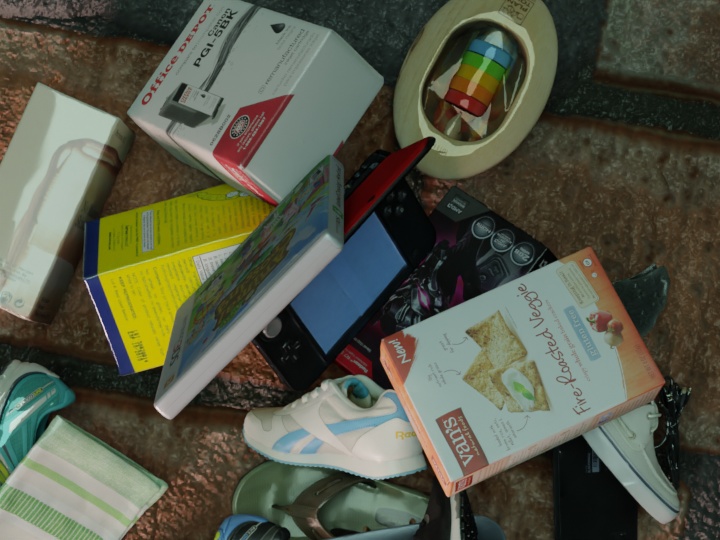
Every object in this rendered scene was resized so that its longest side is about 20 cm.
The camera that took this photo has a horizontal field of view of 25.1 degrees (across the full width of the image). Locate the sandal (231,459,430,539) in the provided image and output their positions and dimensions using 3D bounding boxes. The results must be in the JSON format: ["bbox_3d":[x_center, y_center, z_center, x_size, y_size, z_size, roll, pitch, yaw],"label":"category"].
[{"bbox_3d":[-0.018,0.215,1.470,0.200,0.057,0.080,8,84,3],"label":"sandal"}]

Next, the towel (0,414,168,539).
[{"bbox_3d":[-0.279,0.242,1.444,0.200,0.152,0.023,-52,44,-3],"label":"towel"}]

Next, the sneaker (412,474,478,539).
[{"bbox_3d":[0.052,0.252,1.327,0.087,0.076,0.201,-9,47,11],"label":"sneaker"}]

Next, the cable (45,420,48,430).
[{"bbox_3d":[-0.357,0.203,1.487,0.162,0.051,0.201,-11,85,-1],"label":"cable"}]

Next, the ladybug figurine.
[{"bbox_3d":[0.108,-0.174,1.496,0.135,0.072,0.201,31,87,5],"label":"ladybug figurine"}]

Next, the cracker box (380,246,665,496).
[{"bbox_3d":[0.132,0.083,1.340,0.199,0.058,0.134,-24,71,-9],"label":"cracker box"}]

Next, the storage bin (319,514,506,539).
[{"bbox_3d":[0.037,0.307,1.417,0.199,0.135,0.146,-10,47,1],"label":"storage bin"}]

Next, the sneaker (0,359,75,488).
[{"bbox_3d":[-0.318,0.180,1.433,0.079,0.078,0.201,24,88,-4],"label":"sneaker"}]

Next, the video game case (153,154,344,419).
[{"bbox_3d":[-0.086,0.009,1.296,0.022,0.182,0.200,41,107,-16],"label":"video game case"}]

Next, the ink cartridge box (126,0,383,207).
[{"bbox_3d":[-0.098,-0.153,1.437,0.200,0.083,0.147,26,80,48],"label":"ink cartridge box"}]

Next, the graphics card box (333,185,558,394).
[{"bbox_3d":[0.075,0.036,1.464,0.125,0.051,0.200,37,86,35],"label":"graphics card box"}]

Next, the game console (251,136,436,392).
[{"bbox_3d":[0.000,0.000,1.354,0.200,0.173,0.118,-47,41,-16],"label":"game console"}]

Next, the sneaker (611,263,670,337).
[{"bbox_3d":[0.187,0.056,1.477,0.199,0.060,0.105,-6,89,-5],"label":"sneaker"}]

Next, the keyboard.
[{"bbox_3d":[0.235,0.161,1.459,0.126,0.021,0.201,-2,102,-3],"label":"keyboard"}]

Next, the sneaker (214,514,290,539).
[{"bbox_3d":[-0.094,0.320,1.443,0.082,0.071,0.201,3,93,12],"label":"sneaker"}]

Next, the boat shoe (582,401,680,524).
[{"bbox_3d":[0.228,0.129,1.410,0.070,0.071,0.200,-37,94,7],"label":"boat shoe"}]

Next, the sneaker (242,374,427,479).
[{"bbox_3d":[-0.023,0.132,1.434,0.199,0.076,0.081,2,97,39],"label":"sneaker"}]

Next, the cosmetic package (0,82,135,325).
[{"bbox_3d":[-0.291,-0.058,1.487,0.087,0.103,0.201,23,87,3],"label":"cosmetic package"}]

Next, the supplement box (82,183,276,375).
[{"bbox_3d":[-0.138,-0.001,1.451,0.199,0.110,0.109,-15,120,1],"label":"supplement box"}]
